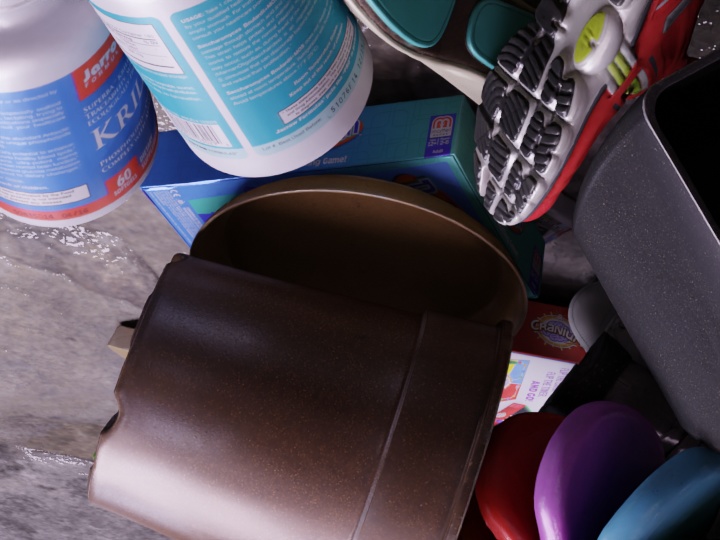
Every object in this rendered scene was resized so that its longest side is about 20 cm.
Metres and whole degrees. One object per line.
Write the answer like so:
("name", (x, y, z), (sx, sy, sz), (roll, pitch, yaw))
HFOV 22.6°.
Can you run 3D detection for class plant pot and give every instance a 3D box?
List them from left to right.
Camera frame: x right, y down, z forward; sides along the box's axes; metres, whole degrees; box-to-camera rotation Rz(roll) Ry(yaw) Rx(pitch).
("plant pot", (-0.038, 0.091, 1.020), (0.197, 0.201, 0.200), (19, 149, -1))
("plant pot", (0.000, 0.000, 1.054), (0.199, 0.028, 0.200), (8, 150, 5))
("plant pot", (0.220, -0.017, 0.882), (0.200, 0.199, 0.177), (60, 159, 1))

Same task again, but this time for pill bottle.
("pill bottle", (-0.175, -0.120, 0.949), (0.112, 0.113, 0.200), (6, 150, 8))
("pill bottle", (-0.074, -0.143, 0.880), (0.110, 0.111, 0.200), (-2, 147, 21))

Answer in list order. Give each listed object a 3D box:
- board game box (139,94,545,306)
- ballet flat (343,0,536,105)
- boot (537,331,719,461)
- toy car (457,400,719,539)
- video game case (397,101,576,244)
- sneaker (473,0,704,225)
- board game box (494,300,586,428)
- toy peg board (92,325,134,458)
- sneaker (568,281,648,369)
("board game box", (-0.007, -0.033, 1.073), (0.199, 0.045, 0.152), (-4, 146, 24))
("ballet flat", (0.036, -0.131, 0.921), (0.069, 0.070, 0.200), (-20, 139, 41))
("boot", (0.170, 0.115, 1.100), (0.131, 0.070, 0.200), (37, 170, 6))
("toy car", (0.129, 0.143, 0.962), (0.200, 0.175, 0.151), (-9, 102, 51))
("video game case", (0.020, -0.029, 1.133), (0.143, 0.018, 0.200), (27, 146, -27))
("sneaker", (0.124, -0.098, 0.882), (0.085, 0.077, 0.200), (7, 130, -31))
("board game box", (0.091, 0.069, 1.230), (0.199, 0.041, 0.153), (11, 152, -10))
("toy peg board", (-0.076, 0.142, 1.308), (0.199, 0.098, 0.200), (11, 158, 45))
("sneaker", (0.187, 0.035, 1.081), (0.092, 0.076, 0.200), (41, 170, -36))
